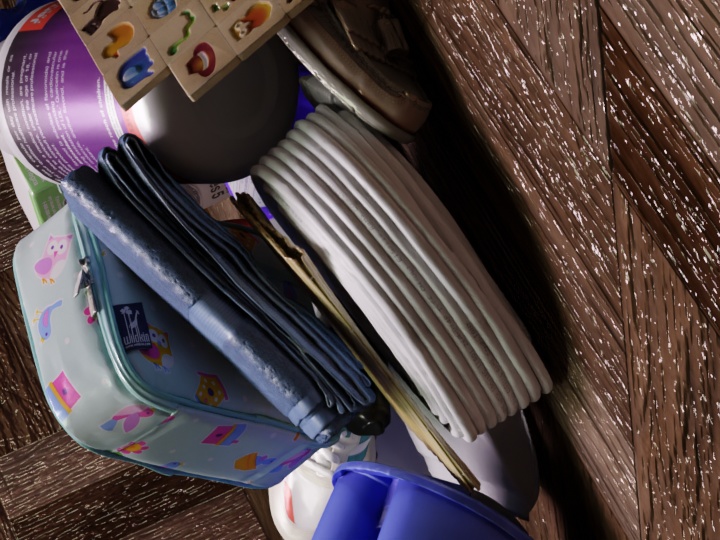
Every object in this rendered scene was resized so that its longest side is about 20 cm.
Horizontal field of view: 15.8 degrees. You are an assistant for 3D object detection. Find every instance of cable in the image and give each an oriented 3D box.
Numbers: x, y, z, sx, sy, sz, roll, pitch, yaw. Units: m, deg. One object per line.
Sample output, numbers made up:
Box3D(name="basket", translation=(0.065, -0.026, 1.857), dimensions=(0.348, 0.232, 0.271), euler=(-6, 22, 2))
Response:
Box3D(name="cable", translation=(0.022, 0.002, 1.393), dimensions=(0.200, 0.069, 0.200), euler=(55, 176, -27))

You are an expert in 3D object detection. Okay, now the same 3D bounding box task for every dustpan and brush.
Box3D(name="dustpan and brush", translation=(0.050, 0.042, 1.546), dimensions=(0.200, 0.057, 0.140), euler=(62, 161, -18))

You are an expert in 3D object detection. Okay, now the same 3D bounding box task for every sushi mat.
Box3D(name="sushi mat", translation=(-0.002, 0.039, 1.412), dimensions=(0.200, 0.012, 0.096), euler=(53, 177, -35))

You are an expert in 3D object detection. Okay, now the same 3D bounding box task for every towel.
Box3D(name="towel", translation=(-0.074, 0.011, 1.396), dimensions=(0.200, 0.049, 0.112), euler=(43, 172, 1))

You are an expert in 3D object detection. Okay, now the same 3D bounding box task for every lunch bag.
Box3D(name="lunch bag", translation=(-0.105, 0.035, 1.506), dimensions=(0.200, 0.077, 0.161), euler=(19, -133, -46))

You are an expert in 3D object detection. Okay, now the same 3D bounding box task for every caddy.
Box3D(name="caddy", translation=(0.058, 0.180, 1.495), dimensions=(0.200, 0.105, 0.141), euler=(40, 158, -30))

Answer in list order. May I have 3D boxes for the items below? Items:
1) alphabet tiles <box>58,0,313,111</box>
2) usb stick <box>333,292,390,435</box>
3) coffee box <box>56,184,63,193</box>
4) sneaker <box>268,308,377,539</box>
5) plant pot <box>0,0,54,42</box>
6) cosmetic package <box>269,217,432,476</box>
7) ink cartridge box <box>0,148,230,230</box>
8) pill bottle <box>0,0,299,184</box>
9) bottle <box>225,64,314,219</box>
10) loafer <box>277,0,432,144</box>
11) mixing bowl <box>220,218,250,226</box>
Box3D(name="alphabet tiles", translation=(-0.085, -0.173, 1.401), dimensions=(0.008, 0.167, 0.200), euler=(46, -173, -41))
Box3D(name="usb stick", translation=(0.000, 0.000, 1.540), dimensions=(0.055, 0.033, 0.200), euler=(65, -159, -69))
Box3D(name="coffee box", translation=(-0.152, -0.144, 1.803), dimensions=(0.200, 0.123, 0.044), euler=(-89, -15, -45))
Box3D(name="sneaker", translation=(-0.021, 0.082, 1.615), dimensions=(0.070, 0.200, 0.093), euler=(22, -172, 18))
Box3D(name="plant pot", translation=(-0.176, -0.197, 1.693), dimensions=(0.200, 0.180, 0.200), euler=(23, 144, 39))
Box3D(name="cosmetic package", translation=(0.005, 0.052, 1.723), dimensions=(0.200, 0.081, 0.113), euler=(65, 172, 5))
Box3D(name="ink cartridge box", translation=(-0.165, -0.098, 1.961), dimensions=(0.084, 0.200, 0.146), euler=(60, 170, 23))
Box3D(name="pill bottle", translation=(-0.135, -0.105, 1.491), dimensions=(0.200, 0.112, 0.113), euler=(1, 118, 48))
Box3D(name="bottle", translation=(-0.051, -0.075, 1.709), dimensions=(0.200, 0.083, 0.065), euler=(108, 137, -76))
Box3D(name="loafer", translation=(-0.019, -0.148, 1.386), dimensions=(0.072, 0.063, 0.200), euler=(27, -163, -52))
Box3D(name="mixing bowl", translation=(-0.061, 0.042, 1.835), dimensions=(0.108, 0.200, 0.200), euler=(-33, 80, 53))
